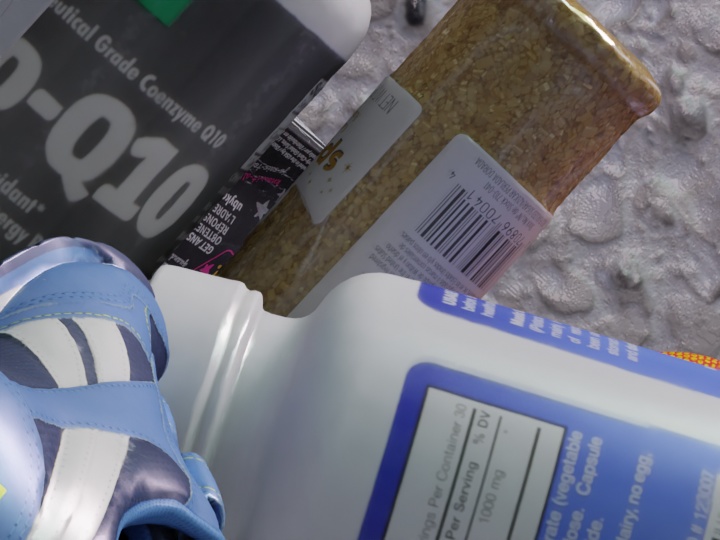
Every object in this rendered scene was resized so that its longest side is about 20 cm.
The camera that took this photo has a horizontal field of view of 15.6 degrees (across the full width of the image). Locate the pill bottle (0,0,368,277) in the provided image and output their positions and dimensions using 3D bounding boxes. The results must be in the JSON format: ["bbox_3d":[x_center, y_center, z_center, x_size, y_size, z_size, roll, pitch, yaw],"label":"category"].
[{"bbox_3d":[-0.070,-0.072,0.769,0.113,0.200,0.113,41,4,-4],"label":"pill bottle"}]

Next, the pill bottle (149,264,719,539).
[{"bbox_3d":[0.031,0.065,0.693,0.200,0.112,0.112,16,4,2],"label":"pill bottle"}]

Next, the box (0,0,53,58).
[{"bbox_3d":[-0.127,-0.096,0.585,0.041,0.200,0.156,45,5,38],"label":"box"}]

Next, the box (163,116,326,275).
[{"bbox_3d":[-0.121,-0.072,1.007,0.200,0.115,0.132,46,4,32],"label":"box"}]

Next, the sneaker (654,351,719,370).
[{"bbox_3d":[0.048,0.057,0.812,0.073,0.077,0.200,43,-39,-18],"label":"sneaker"}]

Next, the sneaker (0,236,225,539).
[{"bbox_3d":[-0.071,0.047,0.559,0.082,0.074,0.200,41,13,1],"label":"sneaker"}]

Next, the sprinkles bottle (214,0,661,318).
[{"bbox_3d":[0.000,0.000,0.780,0.068,0.200,0.068,42,4,-3],"label":"sprinkles bottle"}]
